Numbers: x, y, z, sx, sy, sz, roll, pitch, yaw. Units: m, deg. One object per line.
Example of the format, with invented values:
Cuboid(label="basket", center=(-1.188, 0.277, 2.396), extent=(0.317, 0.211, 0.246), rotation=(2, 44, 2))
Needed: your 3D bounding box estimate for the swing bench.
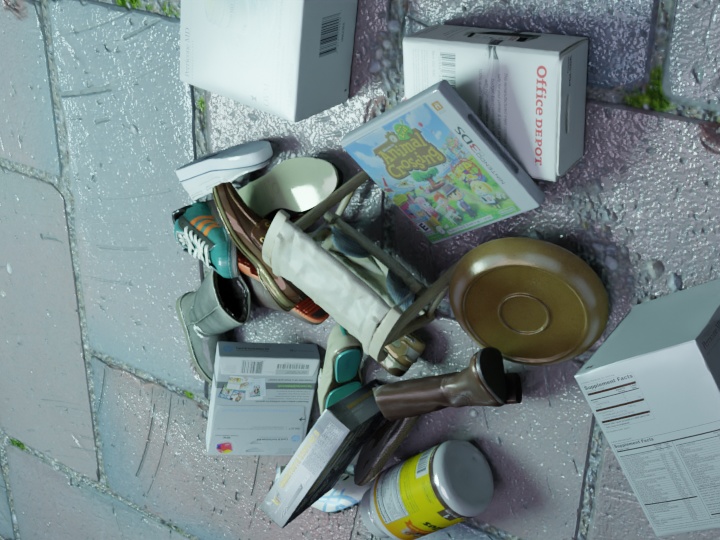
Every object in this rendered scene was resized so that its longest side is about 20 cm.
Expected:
Cuboid(label="swing bench", center=(0.000, 0.000, 1.282), extent=(0.199, 0.200, 0.130), rotation=(41, 130, 14))

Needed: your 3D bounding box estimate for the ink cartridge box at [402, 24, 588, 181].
Cuboid(label="ink cartridge box", center=(0.154, -0.197, 1.146), extent=(0.199, 0.083, 0.148), rotation=(14, 121, 31))

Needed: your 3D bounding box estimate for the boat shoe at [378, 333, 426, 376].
Cuboid(label="boat shoe", center=(0.014, 0.053, 1.397), extent=(0.200, 0.072, 0.076), rotation=(46, 105, 11))

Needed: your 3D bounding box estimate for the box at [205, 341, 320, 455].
Cuboid(label="box", center=(-0.153, 0.201, 1.542), extent=(0.155, 0.041, 0.201), rotation=(2, 123, -14))

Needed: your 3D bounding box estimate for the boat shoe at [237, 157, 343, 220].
Cuboid(label="boat shoe", center=(-0.098, -0.110, 1.398), extent=(0.201, 0.063, 0.074), rotation=(-19, 83, 38))

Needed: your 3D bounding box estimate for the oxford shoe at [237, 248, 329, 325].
Cuboid(label="oxford shoe", center=(-0.121, 0.029, 1.485), extent=(0.200, 0.071, 0.073), rotation=(36, 139, 28))

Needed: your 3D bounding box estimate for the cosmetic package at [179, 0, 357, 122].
Cuboid(label="cosmetic package", center=(-0.120, -0.322, 1.269), extent=(0.199, 0.123, 0.201), rotation=(24, 124, 28))

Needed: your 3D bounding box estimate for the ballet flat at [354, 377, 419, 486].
Cuboid(label="ballet flat", center=(0.049, 0.239, 1.443), extent=(0.046, 0.068, 0.201), rotation=(22, 113, -19))

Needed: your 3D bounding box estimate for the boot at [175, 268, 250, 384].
Cuboid(label="boot", center=(-0.212, 0.088, 1.544), extent=(0.200, 0.072, 0.183), rotation=(-23, 97, 54))

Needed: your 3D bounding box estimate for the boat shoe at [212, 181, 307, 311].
Cuboid(label="boat shoe", center=(-0.131, -0.042, 1.377), extent=(0.067, 0.072, 0.201), rotation=(-33, 97, 7))

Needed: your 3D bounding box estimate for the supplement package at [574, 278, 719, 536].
Cuboid(label="supplement package", center=(0.369, 0.142, 1.078), extent=(0.147, 0.191, 0.201), rotation=(-24, 97, 41))

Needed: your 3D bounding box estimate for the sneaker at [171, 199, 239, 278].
Cuboid(label="sneaker", center=(-0.226, -0.041, 1.446), extent=(0.200, 0.079, 0.072), rotation=(-126, 29, -58))

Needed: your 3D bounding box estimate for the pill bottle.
Cuboid(label="pill bottle", center=(0.089, 0.323, 1.433), extent=(0.200, 0.109, 0.110), rotation=(-35, 89, 42))

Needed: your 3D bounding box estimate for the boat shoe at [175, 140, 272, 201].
Cuboid(label="boat shoe", center=(-0.190, -0.141, 1.452), extent=(0.199, 0.073, 0.066), rotation=(-5, 114, 49))

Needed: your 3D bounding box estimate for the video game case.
Cuboid(label="video game case", center=(0.091, -0.119, 1.169), extent=(0.182, 0.022, 0.200), rotation=(46, 148, -17))

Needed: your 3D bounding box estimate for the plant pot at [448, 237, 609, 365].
Cuboid(label="plant pot", center=(0.202, 0.047, 1.222), extent=(0.199, 0.028, 0.201), rotation=(11, 130, 13))

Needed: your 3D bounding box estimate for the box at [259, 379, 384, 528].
Cuboid(label="box", center=(-0.046, 0.263, 1.443), extent=(0.048, 0.158, 0.201), rotation=(39, 114, 15))

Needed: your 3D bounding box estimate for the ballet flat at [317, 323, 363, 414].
Cuboid(label="ballet flat", center=(-0.032, 0.150, 1.471), extent=(0.069, 0.069, 0.201), rotation=(34, 140, 19))

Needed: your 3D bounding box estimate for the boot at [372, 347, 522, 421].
Cuboid(label="boot", center=(0.093, 0.152, 1.284), extent=(0.199, 0.186, 0.065), rotation=(-7, 67, 20))

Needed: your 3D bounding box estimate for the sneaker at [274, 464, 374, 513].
Cuboid(label="sneaker", center=(-0.058, 0.341, 1.583), extent=(0.199, 0.072, 0.073), rotation=(-8, 99, 36))
